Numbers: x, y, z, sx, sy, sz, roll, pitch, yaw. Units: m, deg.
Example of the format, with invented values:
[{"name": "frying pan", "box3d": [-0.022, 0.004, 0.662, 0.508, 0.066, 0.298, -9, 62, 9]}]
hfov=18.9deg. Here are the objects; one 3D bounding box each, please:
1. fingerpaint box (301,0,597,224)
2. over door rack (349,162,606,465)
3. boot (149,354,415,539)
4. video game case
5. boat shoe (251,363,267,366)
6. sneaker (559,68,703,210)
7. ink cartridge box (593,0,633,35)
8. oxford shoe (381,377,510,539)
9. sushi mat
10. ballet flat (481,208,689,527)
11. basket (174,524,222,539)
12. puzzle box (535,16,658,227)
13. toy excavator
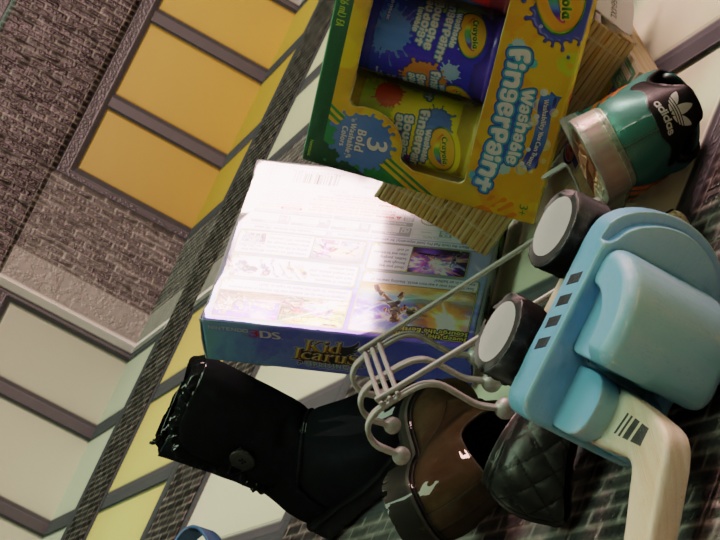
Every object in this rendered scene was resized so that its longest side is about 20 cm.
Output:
[{"name": "fingerpaint box", "box3d": [0.064, -0.151, 1.438, 0.073, 0.166, 0.201, -67, -7, -60]}, {"name": "over door rack", "box3d": [0.083, 0.032, 1.337, 0.200, 0.067, 0.148, -43, 12, 4]}, {"name": "boot", "box3d": [-0.054, 0.113, 1.626, 0.200, 0.168, 0.077, -50, 17, 47]}, {"name": "video game case", "box3d": [0.000, 0.000, 1.597, 0.182, 0.199, 0.046, -73, -15, -47]}, {"name": "boat shoe", "box3d": [-0.014, 0.024, 1.684, 0.200, 0.070, 0.072, -18, -14, -32]}, {"name": "sneaker", "box3d": [0.174, -0.081, 1.347, 0.080, 0.072, 0.200, -26, 2, 4]}, {"name": "ink cartridge box", "box3d": [0.094, -0.216, 1.532, 0.129, 0.199, 0.126, -82, -13, -48]}, {"name": "oxford shoe", "box3d": [0.069, 0.113, 1.371, 0.084, 0.073, 0.200, -32, 15, 14]}, {"name": "sushi mat", "box3d": [0.099, -0.105, 1.508, 0.200, 0.095, 0.012, -56, 9, 28]}, {"name": "ballet flat", "box3d": [0.139, 0.055, 1.239, 0.201, 0.057, 0.066, -59, -17, -8]}, {"name": "basket", "box3d": [-0.117, 0.295, 1.495, 0.200, 0.139, 0.177, 43, 106, 47]}, {"name": "puzzle box", "box3d": [0.161, -0.107, 1.549, 0.133, 0.025, 0.200, -58, 12, 18]}, {"name": "toy excavator", "box3d": [0.136, 0.066, 1.100, 0.195, 0.100, 0.200, -64, 19, -1]}]
